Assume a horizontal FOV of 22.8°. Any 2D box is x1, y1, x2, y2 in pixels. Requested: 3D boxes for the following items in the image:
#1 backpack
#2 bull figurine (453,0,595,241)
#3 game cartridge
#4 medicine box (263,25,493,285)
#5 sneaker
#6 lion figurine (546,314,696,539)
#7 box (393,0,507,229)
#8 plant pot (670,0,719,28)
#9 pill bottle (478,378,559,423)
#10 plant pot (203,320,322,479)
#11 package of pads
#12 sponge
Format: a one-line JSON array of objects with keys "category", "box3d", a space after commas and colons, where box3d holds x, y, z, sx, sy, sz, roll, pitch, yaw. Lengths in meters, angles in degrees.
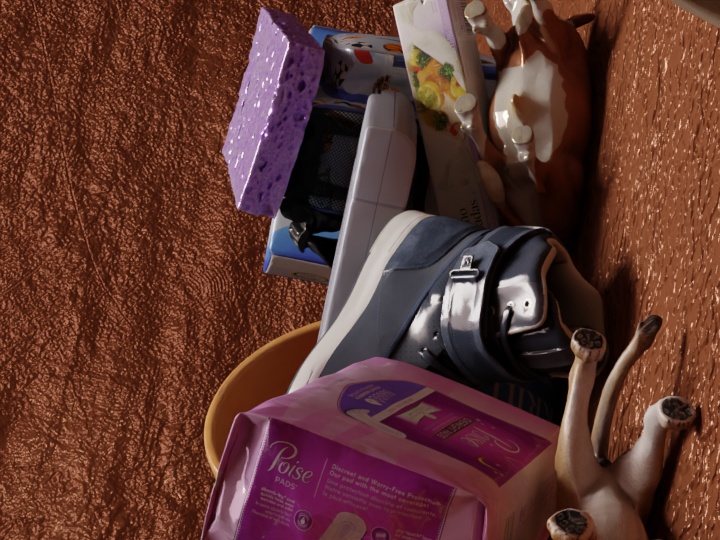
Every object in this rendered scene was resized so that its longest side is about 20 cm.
[{"category": "backpack", "box3d": [0.040, -0.084, 1.235, 0.200, 0.190, 0.155, -111, 37, -73]}, {"category": "bull figurine", "box3d": [0.106, -0.112, 1.103, 0.121, 0.065, 0.201, 44, -141, -52]}, {"category": "game cartridge", "box3d": [0.000, 0.000, 1.084, 0.133, 0.041, 0.201, -71, -6, -72]}, {"category": "medicine box", "box3d": [0.025, -0.083, 1.506, 0.103, 0.181, 0.201, 115, 165, -78]}, {"category": "sneaker", "box3d": [0.045, 0.061, 0.938, 0.077, 0.146, 0.203, 41, -114, -43]}, {"category": "lion figurine", "box3d": [0.101, 0.122, 0.754, 0.200, 0.072, 0.123, -63, -18, -48]}, {"category": "box", "box3d": [0.065, -0.075, 1.121, 0.041, 0.039, 0.201, -21, -81, -65]}, {"category": "plant pot", "box3d": [0.126, -0.161, 0.374, 0.134, 0.200, 0.201, -40, -20, -32]}, {"category": "pill bottle", "box3d": [0.055, 0.117, 1.027, 0.112, 0.112, 0.201, 107, 171, -62]}, {"category": "plant pot", "box3d": [0.006, 0.142, 1.195, 0.200, 0.199, 0.141, -84, -15, -53]}, {"category": "package of pads", "box3d": [0.021, 0.098, 0.808, 0.200, 0.120, 0.076, -13, -59, -73]}, {"category": "sponge", "box3d": [-0.061, -0.110, 1.199, 0.200, 0.030, 0.112, -116, 42, -74]}]
